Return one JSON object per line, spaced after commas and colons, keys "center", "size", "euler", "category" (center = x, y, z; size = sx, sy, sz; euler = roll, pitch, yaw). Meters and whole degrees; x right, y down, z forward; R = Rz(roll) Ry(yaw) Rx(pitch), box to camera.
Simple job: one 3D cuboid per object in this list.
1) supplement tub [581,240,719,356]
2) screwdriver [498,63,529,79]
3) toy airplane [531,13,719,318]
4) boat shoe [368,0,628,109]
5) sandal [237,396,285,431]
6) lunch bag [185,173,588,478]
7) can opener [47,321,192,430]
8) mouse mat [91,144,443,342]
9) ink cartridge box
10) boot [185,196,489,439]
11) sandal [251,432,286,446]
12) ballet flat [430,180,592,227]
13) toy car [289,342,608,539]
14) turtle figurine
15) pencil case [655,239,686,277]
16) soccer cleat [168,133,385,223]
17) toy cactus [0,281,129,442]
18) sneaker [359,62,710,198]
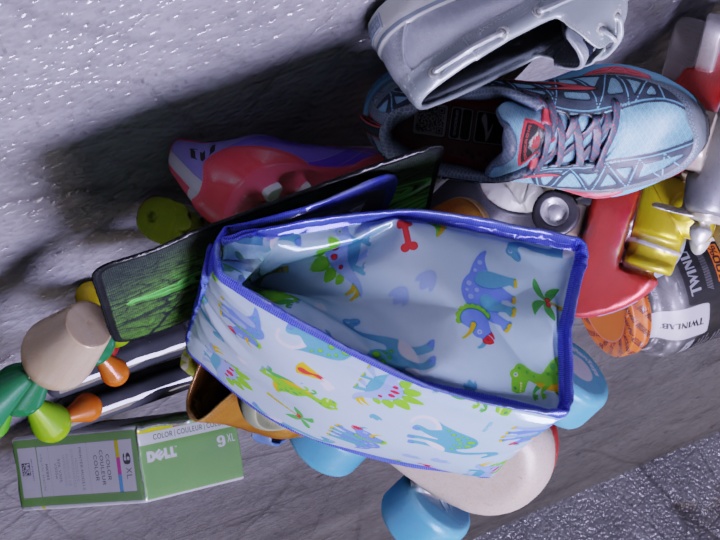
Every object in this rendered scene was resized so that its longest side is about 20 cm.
{"center": [0.298, 0.002, 1.651], "size": [0.200, 0.123, 0.123], "euler": [-18, 163, -22], "category": "supplement tub"}
{"center": [0.051, -0.093, 1.163], "size": [0.029, 0.028, 0.200], "euler": [18, 141, -24], "category": "screwdriver"}
{"center": [0.220, -0.065, 1.209], "size": [0.200, 0.141, 0.199], "euler": [-44, 167, -41], "category": "toy airplane"}
{"center": [0.106, -0.140, 1.019], "size": [0.201, 0.072, 0.070], "euler": [-21, 164, -9], "category": "boat shoe"}
{"center": [0.022, 0.067, 1.153], "size": [0.201, 0.057, 0.080], "euler": [-17, 127, -23], "category": "sandal"}
{"center": [0.006, 0.032, 1.034], "size": [0.200, 0.128, 0.170], "euler": [10, 159, -7], "category": "lunch bag"}
{"center": [-0.127, 0.066, 1.346], "size": [0.200, 0.053, 0.067], "euler": [-19, -161, -16], "category": "can opener"}
{"center": [-0.050, -0.012, 1.042], "size": [0.200, 0.008, 0.161], "euler": [-21, 166, -8], "category": "mouse mat"}
{"center": [-0.160, 0.141, 1.413], "size": [0.200, 0.059, 0.104], "euler": [-11, 178, 41], "category": "ink cartridge box"}
{"center": [-0.014, 0.028, 1.178], "size": [0.144, 0.071, 0.201], "euler": [15, 116, -50], "category": "boot"}
{"center": [-0.033, 0.072, 1.472], "size": [0.200, 0.087, 0.079], "euler": [-32, 160, 20], "category": "sandal"}
{"center": [0.135, -0.070, 1.299], "size": [0.200, 0.073, 0.073], "euler": [-16, 162, -24], "category": "ballet flat"}
{"center": [0.075, 0.070, 1.355], "size": [0.184, 0.177, 0.200], "euler": [-48, -177, 26], "category": "toy car"}
{"center": [-0.080, -0.012, 1.177], "size": [0.200, 0.064, 0.161], "euler": [-50, 152, 21], "category": "turtle figurine"}
{"center": [0.171, -0.024, 1.450], "size": [0.200, 0.083, 0.091], "euler": [-8, 134, -47], "category": "pencil case"}
{"center": [-0.029, -0.055, 1.110], "size": [0.200, 0.076, 0.067], "euler": [-8, 131, -53], "category": "soccer cleat"}
{"center": [-0.204, 0.056, 1.157], "size": [0.200, 0.102, 0.165], "euler": [-20, 168, -41], "category": "toy cactus"}
{"center": [0.099, -0.072, 1.055], "size": [0.200, 0.079, 0.096], "euler": [1, -164, 5], "category": "sneaker"}
